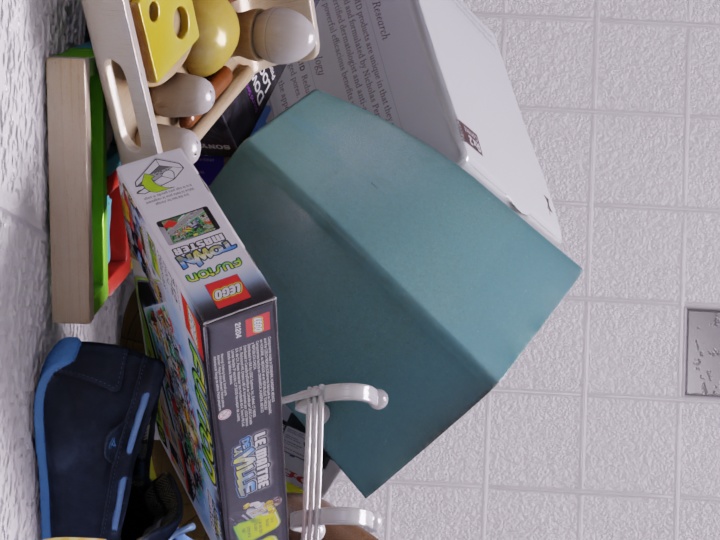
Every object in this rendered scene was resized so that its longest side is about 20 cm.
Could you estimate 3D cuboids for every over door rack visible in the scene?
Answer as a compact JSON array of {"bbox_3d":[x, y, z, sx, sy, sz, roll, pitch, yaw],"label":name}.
[{"bbox_3d":[-0.064,0.147,0.792,0.066,0.199,0.149,21,65,-45],"label":"over door rack"}]

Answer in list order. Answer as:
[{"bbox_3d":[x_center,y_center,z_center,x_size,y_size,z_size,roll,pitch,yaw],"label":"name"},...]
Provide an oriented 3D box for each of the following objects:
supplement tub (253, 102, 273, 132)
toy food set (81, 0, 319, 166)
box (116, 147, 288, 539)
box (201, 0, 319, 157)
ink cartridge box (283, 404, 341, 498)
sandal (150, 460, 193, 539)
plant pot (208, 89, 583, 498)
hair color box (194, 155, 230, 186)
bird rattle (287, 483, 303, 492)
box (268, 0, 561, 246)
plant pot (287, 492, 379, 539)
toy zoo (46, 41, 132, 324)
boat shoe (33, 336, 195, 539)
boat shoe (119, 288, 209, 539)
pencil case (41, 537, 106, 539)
[{"bbox_3d":[-0.074,-0.105,1.164,0.132,0.131,0.201,76,16,-87],"label":"supplement tub"},{"bbox_3d":[-0.075,-0.131,0.721,0.200,0.060,0.144,-61,150,-50],"label":"toy food set"},{"bbox_3d":[-0.074,0.051,0.677,0.110,0.035,0.201,55,-24,39],"label":"box"},{"bbox_3d":[-0.072,-0.190,0.844,0.143,0.036,0.201,68,38,-48],"label":"box"},{"bbox_3d":[-0.052,0.071,1.017,0.083,0.146,0.200,-63,179,-33],"label":"ink cartridge box"},{"bbox_3d":[-0.114,0.175,0.977,0.079,0.086,0.201,98,-4,-82],"label":"sandal"},{"bbox_3d":[0.000,0.000,0.847,0.141,0.200,0.141,-48,177,41],"label":"plant pot"},{"bbox_3d":[-0.111,-0.116,0.931,0.109,0.064,0.201,-75,166,-81],"label":"hair color box"},{"bbox_3d":[-0.106,0.205,1.355,0.163,0.112,0.201,-58,153,-52],"label":"bird rattle"},{"bbox_3d":[0.036,-0.107,1.027,0.199,0.130,0.201,29,41,-59],"label":"box"},{"bbox_3d":[-0.028,0.271,1.009,0.198,0.199,0.202,-150,-120,-61],"label":"plant pot"},{"bbox_3d":[-0.137,-0.061,0.758,0.200,0.020,0.132,-83,175,-76],"label":"toy zoo"},{"bbox_3d":[-0.124,0.128,0.705,0.084,0.068,0.201,-86,178,-51],"label":"boat shoe"},{"bbox_3d":[-0.105,0.083,0.897,0.065,0.073,0.201,-52,144,-55],"label":"boat shoe"},{"bbox_3d":[-0.121,0.189,0.614,0.200,0.083,0.091,93,23,-57],"label":"pencil case"}]
